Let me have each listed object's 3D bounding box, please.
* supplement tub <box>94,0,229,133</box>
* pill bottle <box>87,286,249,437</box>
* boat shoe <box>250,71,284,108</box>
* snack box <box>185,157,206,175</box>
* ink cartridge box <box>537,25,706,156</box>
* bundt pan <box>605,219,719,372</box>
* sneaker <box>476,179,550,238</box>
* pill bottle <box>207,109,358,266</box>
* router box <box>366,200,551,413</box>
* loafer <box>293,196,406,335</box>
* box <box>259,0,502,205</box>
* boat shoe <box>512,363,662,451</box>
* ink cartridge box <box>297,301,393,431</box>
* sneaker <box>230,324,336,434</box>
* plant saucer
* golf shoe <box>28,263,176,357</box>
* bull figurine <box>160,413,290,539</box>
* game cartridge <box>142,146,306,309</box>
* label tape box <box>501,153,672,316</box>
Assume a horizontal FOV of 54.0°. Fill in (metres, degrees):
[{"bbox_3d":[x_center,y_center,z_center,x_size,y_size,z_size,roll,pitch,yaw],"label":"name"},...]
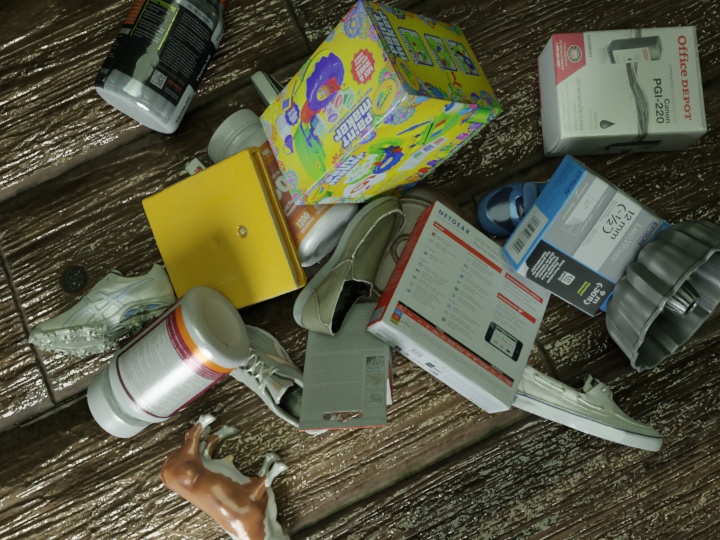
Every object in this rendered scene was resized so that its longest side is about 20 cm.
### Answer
[{"bbox_3d":[-0.261,-0.301,0.949,0.120,0.123,0.204,25,84,4],"label":"supplement tub"},{"bbox_3d":[-0.241,0.118,0.880,0.198,0.109,0.111,-36,83,19],"label":"pill bottle"},{"bbox_3d":[-0.068,-0.200,0.963,0.063,0.071,0.201,-41,92,-4],"label":"boat shoe"},{"bbox_3d":[-0.154,-0.062,0.942,0.024,0.072,0.200,-42,84,-4],"label":"snack box"},{"bbox_3d":[0.348,-0.238,0.950,0.193,0.085,0.151,-3,83,-1],"label":"ink cartridge box"},{"bbox_3d":[0.379,0.022,0.871,0.201,0.203,0.076,-41,56,-5],"label":"bundt pan"},{"bbox_3d":[0.251,-0.087,0.934,0.193,0.082,0.077,-5,84,2],"label":"sneaker"},{"bbox_3d":[-0.105,-0.112,0.925,0.112,0.112,0.200,-45,80,-4],"label":"pill bottle"},{"bbox_3d":[0.130,0.046,0.884,0.197,0.049,0.182,34,65,-11],"label":"router box"},{"bbox_3d":[0.000,0.000,0.884,0.069,0.075,0.202,32,84,34],"label":"loafer"},{"bbox_3d":[0.023,-0.183,0.826,0.199,0.190,0.125,-37,72,38],"label":"box"},{"bbox_3d":[0.295,0.172,0.910,0.195,0.071,0.072,18,86,10],"label":"boat shoe"},{"bbox_3d":[-0.014,0.125,0.863,0.105,0.051,0.203,-4,40,6],"label":"ink cartridge box"},{"bbox_3d":[-0.113,0.135,0.907,0.198,0.092,0.077,35,86,6],"label":"sneaker"},{"bbox_3d":[0.062,-0.024,0.953,0.193,0.037,0.207,0,84,1],"label":"plant saucer"},{"bbox_3d":[-0.341,0.052,0.943,0.194,0.079,0.100,-12,65,-5],"label":"golf shoe"},{"bbox_3d":[-0.160,0.279,0.905,0.197,0.065,0.123,32,80,2],"label":"bull figurine"},{"bbox_3d":[-0.177,-0.039,0.902,0.196,0.032,0.181,-17,96,32],"label":"game cartridge"},{"bbox_3d":[0.296,-0.028,0.877,0.196,0.067,0.145,27,109,-19],"label":"label tape box"}]
